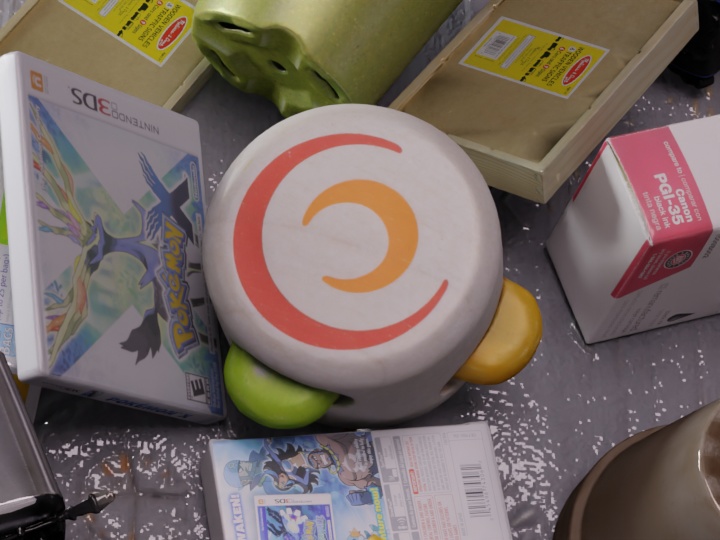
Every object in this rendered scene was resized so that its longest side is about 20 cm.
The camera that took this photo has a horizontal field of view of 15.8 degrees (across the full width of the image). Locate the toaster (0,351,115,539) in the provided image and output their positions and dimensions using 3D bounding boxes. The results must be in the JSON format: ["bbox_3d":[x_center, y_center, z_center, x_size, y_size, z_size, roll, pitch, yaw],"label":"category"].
[{"bbox_3d":[-0.257,0.146,1.449,0.199,0.181,0.119,-14,63,-20],"label":"toaster"}]

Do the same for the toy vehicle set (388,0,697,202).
[{"bbox_3d":[0.119,-0.131,1.707,0.124,0.027,0.200,22,51,29],"label":"toy vehicle set"}]

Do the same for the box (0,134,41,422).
[{"bbox_3d":[-0.239,-0.008,1.590,0.112,0.102,0.201,9,59,-9],"label":"box"}]

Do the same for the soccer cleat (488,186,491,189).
[{"bbox_3d":[0.078,-0.094,1.743,0.073,0.068,0.200,38,62,9],"label":"soccer cleat"}]

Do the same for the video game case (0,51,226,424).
[{"bbox_3d":[-0.149,-0.017,1.576,0.182,0.022,0.201,19,61,-55],"label":"video game case"}]

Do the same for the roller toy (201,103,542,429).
[{"bbox_3d":[0.000,0.000,1.612,0.199,0.140,0.183,-17,72,-2],"label":"roller toy"}]

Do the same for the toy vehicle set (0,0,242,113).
[{"bbox_3d":[-0.151,-0.169,1.751,0.124,0.027,0.200,34,58,6],"label":"toy vehicle set"}]

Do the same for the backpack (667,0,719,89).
[{"bbox_3d":[0.207,-0.258,1.832,0.199,0.135,0.183,29,57,7],"label":"backpack"}]

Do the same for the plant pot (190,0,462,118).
[{"bbox_3d":[-0.013,-0.200,1.705,0.200,0.200,0.185,31,73,5],"label":"plant pot"}]

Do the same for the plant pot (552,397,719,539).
[{"bbox_3d":[0.233,0.159,1.571,0.199,0.174,0.201,6,60,-11],"label":"plant pot"}]

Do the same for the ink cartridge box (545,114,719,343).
[{"bbox_3d":[0.241,-0.037,1.702,0.199,0.147,0.083,-12,65,-20],"label":"ink cartridge box"}]

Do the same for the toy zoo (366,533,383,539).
[{"bbox_3d":[0.005,0.243,1.502,0.131,0.020,0.200,44,61,11],"label":"toy zoo"}]

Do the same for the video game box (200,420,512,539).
[{"bbox_3d":[0.006,0.194,1.568,0.181,0.047,0.201,-1,61,-17],"label":"video game box"}]
